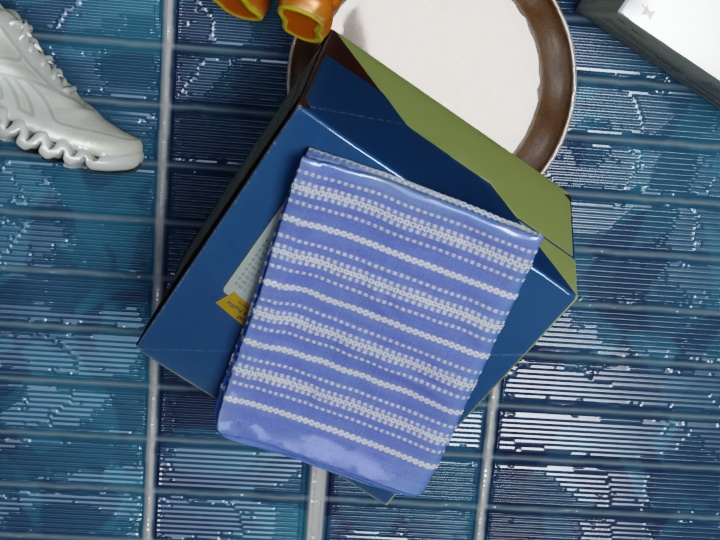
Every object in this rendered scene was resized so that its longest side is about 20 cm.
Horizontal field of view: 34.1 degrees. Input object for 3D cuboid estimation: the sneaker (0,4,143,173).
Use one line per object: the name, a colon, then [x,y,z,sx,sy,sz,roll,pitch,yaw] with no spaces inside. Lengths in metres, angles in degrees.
sneaker: [-0.230,-0.127,0.774,0.199,0.075,0.082,27,91,-10]

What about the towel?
towel: [0.003,0.040,0.682,0.143,0.024,0.201,20,120,-3]

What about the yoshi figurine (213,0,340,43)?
yoshi figurine: [-0.026,-0.251,0.712,0.112,0.112,0.202,26,82,-30]

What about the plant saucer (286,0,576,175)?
plant saucer: [0.048,-0.129,0.808,0.198,0.035,0.203,-1,103,-4]

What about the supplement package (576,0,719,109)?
supplement package: [0.268,-0.214,0.763,0.155,0.111,0.201,31,100,-10]

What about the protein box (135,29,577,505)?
protein box: [0.000,0.000,0.752,0.198,0.135,0.200,33,119,-10]
